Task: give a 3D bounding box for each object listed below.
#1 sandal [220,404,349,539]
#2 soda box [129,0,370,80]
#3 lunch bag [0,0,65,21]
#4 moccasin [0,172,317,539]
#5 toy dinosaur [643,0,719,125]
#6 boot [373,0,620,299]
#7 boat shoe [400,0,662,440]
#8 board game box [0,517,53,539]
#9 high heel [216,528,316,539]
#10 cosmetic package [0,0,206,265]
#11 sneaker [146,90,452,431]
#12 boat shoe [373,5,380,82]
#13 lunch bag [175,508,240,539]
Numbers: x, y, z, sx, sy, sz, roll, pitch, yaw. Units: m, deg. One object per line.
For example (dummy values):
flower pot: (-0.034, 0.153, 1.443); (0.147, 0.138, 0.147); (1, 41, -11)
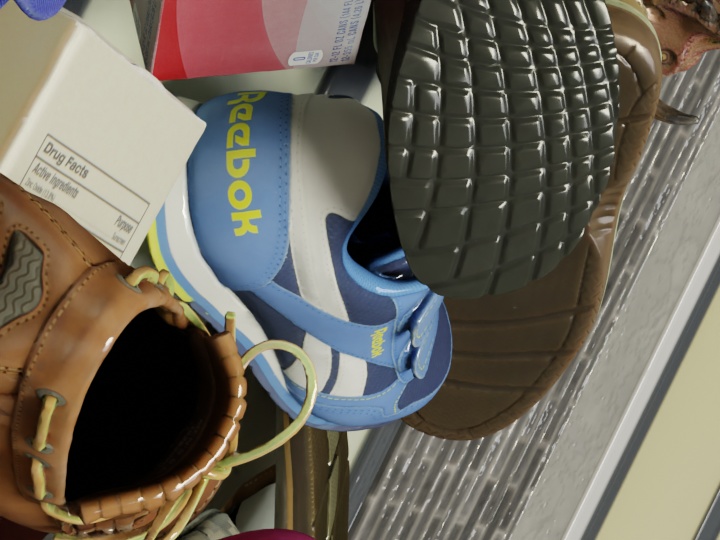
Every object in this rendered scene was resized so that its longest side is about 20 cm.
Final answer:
sandal: (-0.039, 0.128, 0.987); (0.082, 0.054, 0.201); (-30, 128, -82)
soda box: (-0.022, -0.135, 0.723); (0.063, 0.070, 0.200); (-6, 148, -14)
lunch bag: (-0.126, -0.126, 0.565); (0.200, 0.127, 0.171); (-35, 134, -32)
moccasin: (-0.060, 0.033, 0.703); (0.074, 0.078, 0.202); (-57, 164, -17)
toy dinosaur: (0.150, -0.135, 0.997); (0.086, 0.200, 0.136); (-11, 85, -26)
boot: (0.030, -0.105, 0.830); (0.067, 0.131, 0.201); (-6, 114, -6)
boat shoe: (0.061, -0.027, 1.023); (0.076, 0.071, 0.200); (-90, -160, -52)
board game box: (-0.107, 0.144, 0.943); (0.103, 0.019, 0.200); (-53, 149, -20)
high heel: (-0.082, 0.098, 0.711); (0.200, 0.067, 0.096); (-34, 135, -36)
cosmetic package: (-0.130, 0.020, 0.739); (0.201, 0.071, 0.105); (-61, 161, -5)
sneaker: (0.000, 0.000, 0.913); (0.200, 0.082, 0.074); (43, 41, -61)
boat shoe: (0.046, -0.143, 0.916); (0.060, 0.075, 0.201); (-120, -130, -74)
lunch bag: (-0.075, 0.197, 0.815); (0.200, 0.168, 0.139); (-34, 171, -40)
